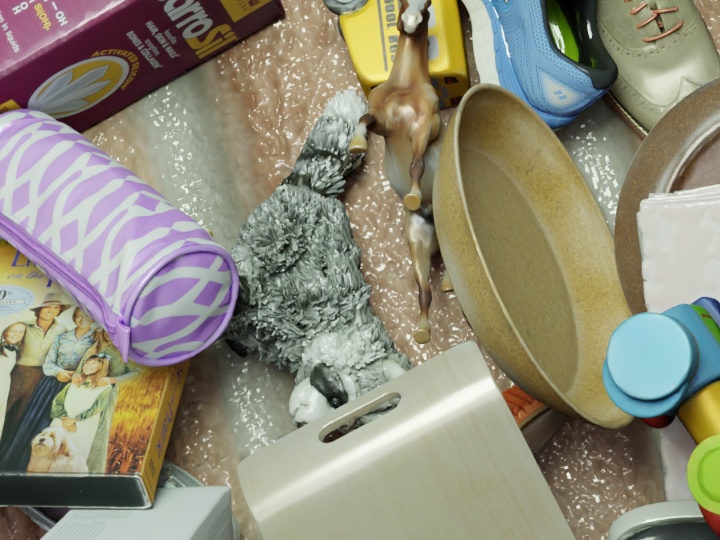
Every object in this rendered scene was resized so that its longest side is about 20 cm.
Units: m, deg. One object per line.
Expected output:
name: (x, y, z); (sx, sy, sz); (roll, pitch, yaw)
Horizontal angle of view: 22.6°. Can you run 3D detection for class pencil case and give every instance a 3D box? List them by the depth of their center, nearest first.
pencil case: (-0.155, -0.022, 1.016); (0.200, 0.085, 0.084); (32, 127, 39)

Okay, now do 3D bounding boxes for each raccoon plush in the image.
raccoon plush: (0.000, 0.000, 1.043); (0.134, 0.097, 0.200); (26, 82, 7)

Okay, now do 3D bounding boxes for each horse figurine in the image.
horse figurine: (0.038, -0.048, 1.017); (0.050, 0.200, 0.133); (-11, 35, 17)

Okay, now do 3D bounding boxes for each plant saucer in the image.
plant saucer: (0.092, -0.003, 0.980); (0.035, 0.200, 0.201); (-25, 72, 26)
plant saucer: (0.243, -0.019, 1.007); (0.200, 0.034, 0.201); (0, 90, 7)

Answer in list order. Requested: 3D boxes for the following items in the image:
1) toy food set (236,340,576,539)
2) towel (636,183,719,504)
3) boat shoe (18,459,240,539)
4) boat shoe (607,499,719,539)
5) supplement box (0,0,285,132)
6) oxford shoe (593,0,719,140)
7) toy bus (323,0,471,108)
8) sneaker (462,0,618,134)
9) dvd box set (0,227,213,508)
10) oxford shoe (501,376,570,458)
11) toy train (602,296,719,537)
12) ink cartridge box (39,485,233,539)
toy food set: (0.042, 0.155, 0.959); (0.143, 0.060, 0.200); (-27, 103, 3)
towel: (0.250, 0.042, 0.968); (0.191, 0.032, 0.200); (-5, 111, 9)
boat shoe: (-0.165, 0.123, 1.049); (0.202, 0.065, 0.075); (29, 83, 15)
boat shoe: (0.231, 0.153, 0.962); (0.200, 0.074, 0.060); (-7, 40, 10)
supplement box: (-0.163, -0.166, 1.086); (0.200, 0.131, 0.103); (-30, 74, 3)
oxford shoe: (0.162, -0.150, 1.055); (0.070, 0.075, 0.200); (-29, 75, -1)
toy bus: (0.016, -0.199, 1.097); (0.078, 0.065, 0.200); (-9, 75, 8)
sneaker: (0.096, -0.183, 1.039); (0.089, 0.078, 0.200); (-23, 92, 48)
dvd box set: (-0.170, 0.050, 1.031); (0.146, 0.029, 0.200); (1, 42, 10)
oxford shoe: (0.056, 0.140, 1.018); (0.200, 0.071, 0.073); (-44, 99, -4)
toy train: (0.196, 0.104, 0.880); (0.085, 0.116, 0.200); (-38, 70, 19)
ink cartridge box: (-0.121, 0.220, 0.926); (0.084, 0.200, 0.176); (-1, 98, 8)
